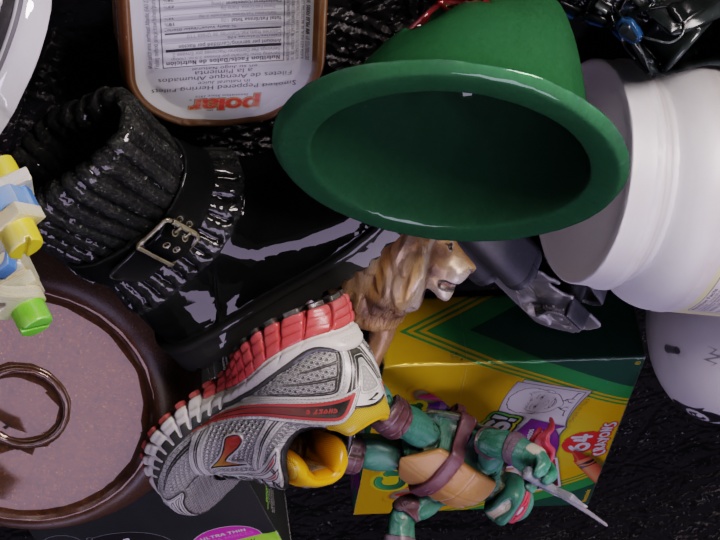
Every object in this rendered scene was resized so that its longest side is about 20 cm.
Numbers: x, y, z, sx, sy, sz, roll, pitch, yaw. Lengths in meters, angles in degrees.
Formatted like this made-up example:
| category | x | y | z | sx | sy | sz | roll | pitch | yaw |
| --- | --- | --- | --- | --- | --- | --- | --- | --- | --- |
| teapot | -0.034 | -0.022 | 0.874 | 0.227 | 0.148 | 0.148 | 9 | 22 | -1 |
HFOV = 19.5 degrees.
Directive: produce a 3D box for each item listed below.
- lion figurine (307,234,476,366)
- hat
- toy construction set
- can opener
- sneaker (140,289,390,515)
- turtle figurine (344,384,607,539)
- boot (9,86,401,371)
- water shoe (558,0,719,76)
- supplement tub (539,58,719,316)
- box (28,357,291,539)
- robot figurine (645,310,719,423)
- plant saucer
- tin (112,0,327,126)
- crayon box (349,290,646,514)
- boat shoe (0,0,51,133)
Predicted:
| category | x | y | z | sx | sy | sz | roll | pitch | yaw |
| --- | --- | --- | --- | --- | --- | --- | --- | --- | --- |
| lion figurine | 0.000 | 0.000 | 1.209 | 0.072 | 0.200 | 0.124 | 13 | 98 | -18 |
| hat | 0.063 | -0.130 | 1.033 | 0.198 | 0.177 | 0.166 | -6 | 152 | 26 |
| toy construction set | -0.238 | 0.017 | 1.021 | 0.198 | 0.093 | 0.131 | -15 | 162 | 0 |
| can opener | 0.088 | -0.024 | 1.263 | 0.053 | 0.067 | 0.200 | 7 | 154 | 42 |
| sneaker | -0.054 | 0.092 | 1.137 | 0.077 | 0.083 | 0.200 | -21 | 165 | -38 |
| turtle figurine | 0.049 | 0.132 | 1.330 | 0.199 | 0.101 | 0.150 | 29 | 119 | -18 |
| boot | -0.071 | -0.051 | 1.089 | 0.211 | 0.080 | 0.158 | -38 | 123 | 10 |
| water shoe | 0.144 | -0.144 | 1.060 | 0.198 | 0.079 | 0.072 | 7 | 143 | -22 |
| supplement tub | 0.212 | -0.045 | 1.162 | 0.198 | 0.146 | 0.145 | 5 | 144 | -19 |
| box | -0.137 | 0.113 | 1.337 | 0.147 | 0.125 | 0.201 | -13 | 145 | 5 |
| robot figurine | 0.277 | 0.033 | 1.305 | 0.198 | 0.126 | 0.151 | -5 | 150 | -2 |
| plant saucer | -0.189 | 0.070 | 1.184 | 0.198 | 0.035 | 0.202 | -1 | 119 | -1 |
| tin | -0.071 | -0.143 | 1.053 | 0.111 | 0.042 | 0.201 | -1 | 146 | -3 |
| crayon box | 0.086 | 0.093 | 1.416 | 0.171 | 0.059 | 0.201 | -3 | 146 | -9 |
| boat shoe | -0.230 | -0.078 | 1.050 | 0.066 | 0.070 | 0.200 | 22 | 119 | -39 |
